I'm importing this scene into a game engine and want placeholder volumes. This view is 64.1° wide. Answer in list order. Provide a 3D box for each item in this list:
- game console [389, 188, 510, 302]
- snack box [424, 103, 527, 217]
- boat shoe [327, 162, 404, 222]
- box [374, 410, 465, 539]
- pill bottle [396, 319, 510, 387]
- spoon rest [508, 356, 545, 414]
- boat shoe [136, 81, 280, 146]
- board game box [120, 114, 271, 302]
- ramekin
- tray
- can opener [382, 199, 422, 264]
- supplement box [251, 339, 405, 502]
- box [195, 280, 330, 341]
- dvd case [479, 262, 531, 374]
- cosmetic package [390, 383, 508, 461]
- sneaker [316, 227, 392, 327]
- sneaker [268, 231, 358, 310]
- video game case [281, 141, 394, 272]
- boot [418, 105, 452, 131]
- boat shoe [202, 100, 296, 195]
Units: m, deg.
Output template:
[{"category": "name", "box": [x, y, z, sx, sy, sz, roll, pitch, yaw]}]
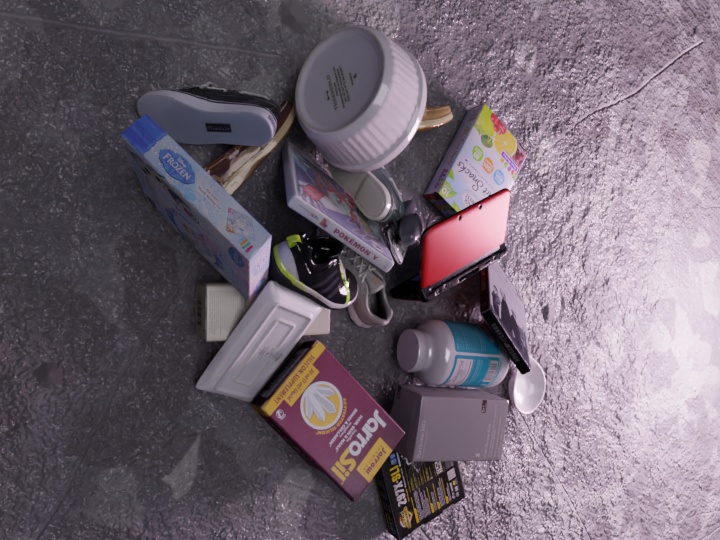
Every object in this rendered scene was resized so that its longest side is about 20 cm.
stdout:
[{"category": "game console", "box": [0.147, -0.042, 0.969, 0.196, 0.171, 0.122, -26, 102, -26]}, {"category": "snack box", "box": [0.220, -0.182, 1.076, 0.141, 0.052, 0.204, 37, 74, -24]}, {"category": "boat shoe", "box": [0.006, -0.151, 0.903, 0.061, 0.203, 0.073, 9, 131, -44]}, {"category": "box", "box": [0.097, 0.341, 1.019, 0.156, 0.049, 0.207, -19, 101, -26]}, {"category": "pill bottle", "box": [0.161, 0.146, 1.016, 0.194, 0.110, 0.115, 9, 87, -30]}, {"category": "spoon rest", "box": [0.312, 0.194, 1.135, 0.099, 0.060, 0.203, -40, 109, -23]}, {"category": "boat shoe", "box": [-0.206, -0.223, 0.793, 0.075, 0.192, 0.069, 85, 12, -46]}, {"category": "board game box", "box": [-0.195, -0.064, 0.716, 0.199, 0.200, 0.043, 44, 71, 3]}, {"category": "ramekin", "box": [-0.008, -0.256, 0.837, 0.093, 0.197, 0.210, 23, 79, -57]}, {"category": "tray", "box": [-0.141, 0.113, 0.822, 0.106, 0.022, 0.202, 25, 109, -42]}, {"category": "can opener", "box": [0.081, -0.071, 0.927, 0.055, 0.065, 0.201, 64, 22, -15]}, {"category": "supplement box", "box": [-0.051, 0.226, 0.875, 0.200, 0.103, 0.131, 46, 69, -8]}, {"category": "box", "box": [-0.144, 0.057, 0.860, 0.194, 0.068, 0.086, 1, 91, -31]}, {"category": "dvd case", "box": [0.263, 0.067, 1.055, 0.152, 0.024, 0.202, 52, 27, -21]}, {"category": "cosmetic package", "box": [0.149, 0.257, 0.971, 0.195, 0.089, 0.111, 8, 90, -33]}, {"category": "sneaker", "box": [0.000, 0.000, 0.929, 0.075, 0.091, 0.204, -34, 107, -25]}, {"category": "sneaker", "box": [-0.046, -0.002, 0.806, 0.198, 0.082, 0.073, 21, 40, -56]}, {"category": "video game case", "box": [-0.038, -0.100, 0.859, 0.180, 0.202, 0.023, 33, 112, -27]}, {"category": "boot", "box": [0.064, -0.311, 0.973, 0.194, 0.072, 0.161, -14, 98, -23]}, {"category": "boat shoe", "box": [-0.169, -0.188, 0.841, 0.072, 0.072, 0.202, 44, 72, -19]}]
